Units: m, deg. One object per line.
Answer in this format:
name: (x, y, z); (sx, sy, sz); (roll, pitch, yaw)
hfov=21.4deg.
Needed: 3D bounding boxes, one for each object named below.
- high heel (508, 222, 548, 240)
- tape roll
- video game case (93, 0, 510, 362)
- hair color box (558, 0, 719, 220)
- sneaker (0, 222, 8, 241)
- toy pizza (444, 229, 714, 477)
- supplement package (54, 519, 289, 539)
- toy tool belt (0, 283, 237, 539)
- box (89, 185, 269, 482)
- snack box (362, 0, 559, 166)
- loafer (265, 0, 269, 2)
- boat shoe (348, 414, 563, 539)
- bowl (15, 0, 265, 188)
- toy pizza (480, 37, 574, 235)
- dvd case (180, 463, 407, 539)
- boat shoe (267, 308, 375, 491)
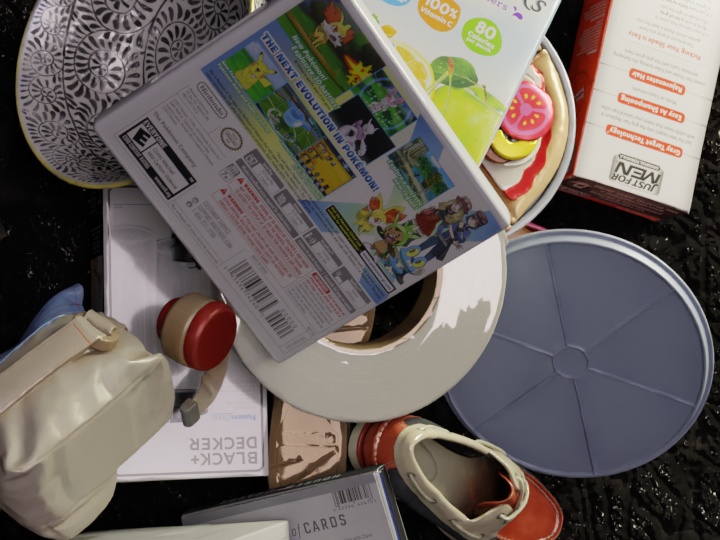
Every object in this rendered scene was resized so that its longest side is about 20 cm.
high heel: (0.129, -0.004, 1.370); (0.199, 0.096, 0.068); (28, 78, -14)
tape roll: (0.000, 0.000, 1.273); (0.201, 0.037, 0.205); (-1, 95, -12)
video game case: (-0.035, -0.061, 1.179); (0.181, 0.022, 0.201); (-31, 112, 17)
hair color box: (0.211, -0.149, 1.427); (0.101, 0.061, 0.202); (17, 80, -16)
sneaker: (-0.330, -0.021, 1.231); (0.199, 0.075, 0.107); (-30, 93, -19)
toy pizza: (0.151, 0.058, 1.358); (0.198, 0.032, 0.202); (5, 118, 9)
supplement package: (-0.128, 0.269, 1.210); (0.149, 0.152, 0.202); (-5, 87, 14)
toy tool belt: (-0.184, 0.065, 1.195); (0.200, 0.122, 0.126); (-44, 144, -34)
box: (-0.124, 0.042, 1.303); (0.115, 0.060, 0.202); (1, 86, -18)
snack box: (0.047, -0.167, 1.247); (0.141, 0.053, 0.201); (28, 67, -2)
loafer: (-0.039, -0.129, 1.301); (0.071, 0.063, 0.202); (-14, 91, 20)
boat shoe: (0.079, 0.151, 1.334); (0.199, 0.062, 0.072); (30, 70, -37)
bowl: (-0.126, -0.137, 1.277); (0.094, 0.199, 0.203); (27, 75, -53)
toy pizza: (0.056, -0.113, 1.357); (0.198, 0.032, 0.202); (1, 77, -4)
dvd case: (-0.025, 0.243, 1.290); (0.149, 0.025, 0.202); (-14, 95, 18)
boat shoe: (-0.032, 0.068, 1.329); (0.071, 0.065, 0.202); (5, 87, -8)
